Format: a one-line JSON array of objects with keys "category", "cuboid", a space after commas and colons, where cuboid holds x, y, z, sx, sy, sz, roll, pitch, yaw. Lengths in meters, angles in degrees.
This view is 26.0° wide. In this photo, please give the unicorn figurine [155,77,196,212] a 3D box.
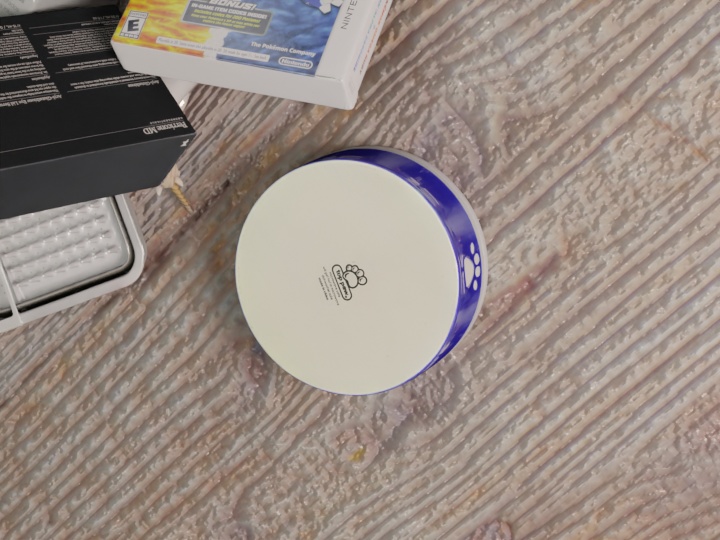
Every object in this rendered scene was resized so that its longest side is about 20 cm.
[{"category": "unicorn figurine", "cuboid": [-0.167, -0.161, 1.322, 0.137, 0.074, 0.200, 58, 136, 25]}]

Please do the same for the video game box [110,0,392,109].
[{"category": "video game box", "cuboid": [-0.073, -0.228, 1.238, 0.200, 0.047, 0.182, 12, 63, 17]}]

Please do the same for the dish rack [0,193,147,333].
[{"category": "dish rack", "cuboid": [-0.290, -0.047, 1.413, 0.200, 0.044, 0.172, -19, 93, 23]}]

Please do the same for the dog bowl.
[{"category": "dog bowl", "cuboid": [0.000, 0.000, 1.294, 0.200, 0.079, 0.200, 4, 103, 20]}]

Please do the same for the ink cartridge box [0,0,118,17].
[{"category": "ink cartridge box", "cuboid": [-0.248, -0.321, 1.287, 0.145, 0.145, 0.200, 40, 110, 10]}]

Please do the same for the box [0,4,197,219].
[{"category": "box", "cuboid": [-0.252, -0.125, 1.225, 0.141, 0.200, 0.079, 56, 133, 18]}]
